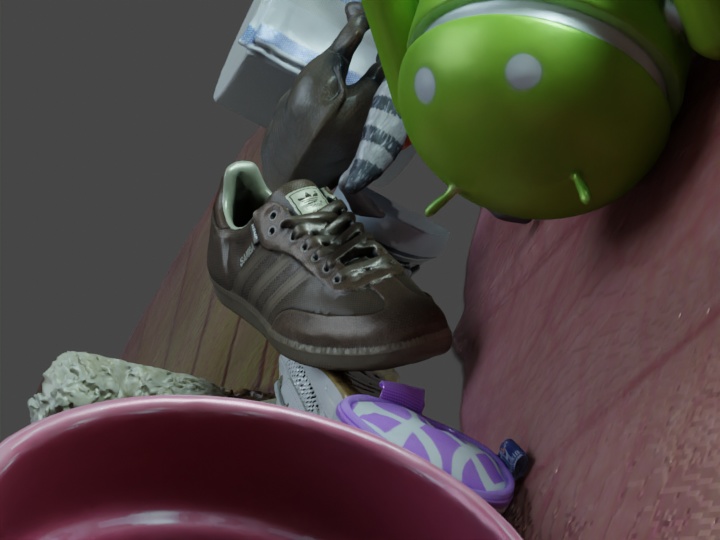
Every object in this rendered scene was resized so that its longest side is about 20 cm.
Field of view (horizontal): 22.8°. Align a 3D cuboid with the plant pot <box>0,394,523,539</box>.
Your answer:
[{"bbox_3d":[-0.050,0.167,0.600,0.200,0.199,0.180,-88,12,-66],"label":"plant pot"}]

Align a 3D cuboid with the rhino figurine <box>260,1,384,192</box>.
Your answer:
[{"bbox_3d":[-0.031,-0.080,1.118,0.088,0.060,0.200,-63,5,-29],"label":"rhino figurine"}]

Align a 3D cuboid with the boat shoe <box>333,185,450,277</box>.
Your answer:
[{"bbox_3d":[0.000,0.000,1.058,0.091,0.071,0.200,-63,3,3],"label":"boat shoe"}]

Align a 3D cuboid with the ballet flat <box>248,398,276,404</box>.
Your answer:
[{"bbox_3d":[-0.069,0.112,1.083,0.062,0.068,0.200,-33,-2,-23],"label":"ballet flat"}]

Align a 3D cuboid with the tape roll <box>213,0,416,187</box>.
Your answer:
[{"bbox_3d":[0.000,-0.179,1.276,0.203,0.139,0.203,-61,11,19],"label":"tape roll"}]

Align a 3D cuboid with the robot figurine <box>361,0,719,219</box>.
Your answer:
[{"bbox_3d":[0.083,-0.109,0.750,0.175,0.116,0.201,-6,56,39],"label":"robot figurine"}]

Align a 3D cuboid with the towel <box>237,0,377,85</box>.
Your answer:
[{"bbox_3d":[0.028,-0.198,1.161,0.201,0.146,0.024,-63,6,-2],"label":"towel"}]

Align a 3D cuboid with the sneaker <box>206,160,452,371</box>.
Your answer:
[{"bbox_3d":[-0.027,-0.005,0.919,0.200,0.070,0.076,20,121,54],"label":"sneaker"}]

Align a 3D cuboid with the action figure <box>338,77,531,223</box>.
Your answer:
[{"bbox_3d":[0.060,-0.124,0.884,0.200,0.104,0.195,1,81,60],"label":"action figure"}]

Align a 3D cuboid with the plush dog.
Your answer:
[{"bbox_3d":[-0.137,0.160,1.233,0.200,0.159,0.173,49,-131,-71],"label":"plush dog"}]

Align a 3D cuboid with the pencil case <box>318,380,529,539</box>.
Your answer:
[{"bbox_3d":[-0.015,0.142,0.722,0.201,0.084,0.085,-61,31,10],"label":"pencil case"}]

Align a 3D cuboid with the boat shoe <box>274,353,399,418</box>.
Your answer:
[{"bbox_3d":[-0.019,0.076,0.941,0.070,0.070,0.200,-62,12,7],"label":"boat shoe"}]
